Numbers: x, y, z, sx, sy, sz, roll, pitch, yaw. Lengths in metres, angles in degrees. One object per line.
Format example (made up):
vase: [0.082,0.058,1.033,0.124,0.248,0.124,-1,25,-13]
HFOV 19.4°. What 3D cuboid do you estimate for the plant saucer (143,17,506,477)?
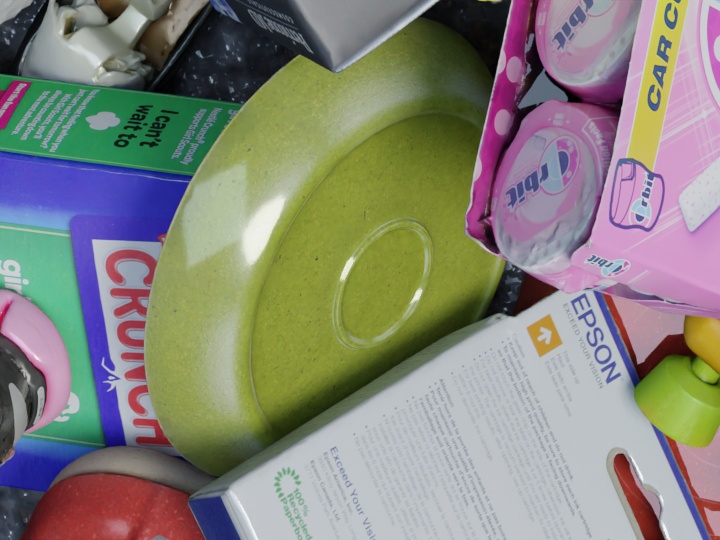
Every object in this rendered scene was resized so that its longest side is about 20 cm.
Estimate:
plant saucer: [0.000,0.000,0.828,0.031,0.199,0.202,31,103,36]

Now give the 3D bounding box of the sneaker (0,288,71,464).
sneaker: [-0.217,0.037,0.816,0.198,0.096,0.080,13,128,9]

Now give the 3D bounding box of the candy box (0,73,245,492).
candy box: [-0.126,0.009,0.877,0.198,0.077,0.171,6,124,8]

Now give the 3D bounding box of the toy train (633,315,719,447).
toy train: [0.147,0.019,0.833,0.200,0.085,0.116,40,119,7]

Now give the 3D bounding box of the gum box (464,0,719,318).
gum box: [0.112,-0.082,0.734,0.066,0.113,0.202,5,80,49]

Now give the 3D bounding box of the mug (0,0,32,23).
mug: [-0.207,-0.174,0.843,0.199,0.175,0.148,32,101,9]

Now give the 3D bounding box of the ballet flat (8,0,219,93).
ballet flat: [-0.098,-0.113,0.889,0.068,0.068,0.201,39,102,4]

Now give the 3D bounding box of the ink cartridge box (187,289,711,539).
ink cartridge box: [0.053,0.130,0.832,0.199,0.040,0.201,-28,96,-33]

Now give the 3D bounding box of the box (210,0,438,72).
box: [-0.042,-0.192,0.758,0.107,0.148,0.201,-37,114,-8]

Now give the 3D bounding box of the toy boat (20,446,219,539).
toy boat: [-0.099,0.177,0.869,0.130,0.131,0.201,25,136,-6]

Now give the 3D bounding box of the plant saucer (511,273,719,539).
plant saucer: [0.155,0.056,0.887,0.198,0.037,0.202,20,101,6]
